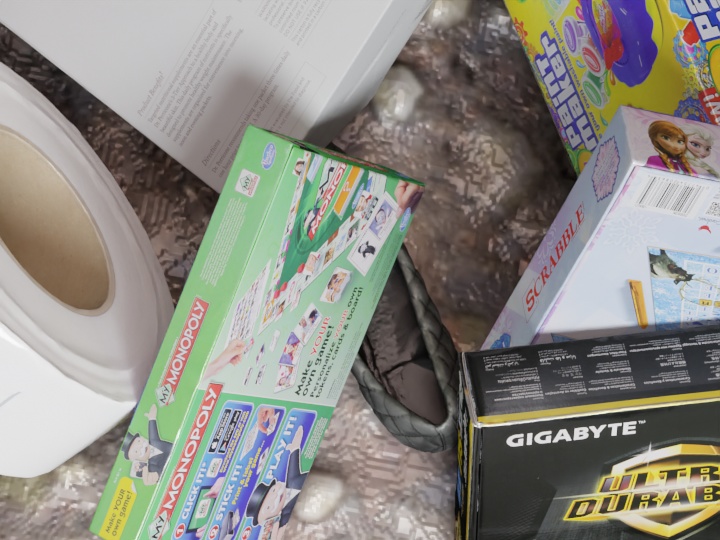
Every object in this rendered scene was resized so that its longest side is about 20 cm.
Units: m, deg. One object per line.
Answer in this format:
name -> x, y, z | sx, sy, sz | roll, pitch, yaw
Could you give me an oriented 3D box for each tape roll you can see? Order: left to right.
tape roll -> -0.174, -0.006, 1.232 | 0.071, 0.202, 0.203 | -32, 82, 19

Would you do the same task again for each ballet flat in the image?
ballet flat -> 0.000, 0.000, 1.328 | 0.066, 0.057, 0.201 | -32, 83, -10

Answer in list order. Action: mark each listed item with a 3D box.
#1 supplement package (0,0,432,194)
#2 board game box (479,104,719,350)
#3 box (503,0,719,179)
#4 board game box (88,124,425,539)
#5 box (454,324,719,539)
supplement package -> -0.059, -0.177, 1.271 | 0.200, 0.192, 0.147 | 38, 37, 3
board game box -> 0.175, 0.021, 1.258 | 0.199, 0.200, 0.041 | 11, 44, -19
box -> 0.185, -0.145, 1.322 | 0.192, 0.122, 0.201 | -17, 79, -31
board game box -> -0.046, 0.038, 1.247 | 0.029, 0.134, 0.201 | 25, 96, 29
box -> 0.145, 0.096, 1.266 | 0.198, 0.160, 0.050 | -5, 50, -5
